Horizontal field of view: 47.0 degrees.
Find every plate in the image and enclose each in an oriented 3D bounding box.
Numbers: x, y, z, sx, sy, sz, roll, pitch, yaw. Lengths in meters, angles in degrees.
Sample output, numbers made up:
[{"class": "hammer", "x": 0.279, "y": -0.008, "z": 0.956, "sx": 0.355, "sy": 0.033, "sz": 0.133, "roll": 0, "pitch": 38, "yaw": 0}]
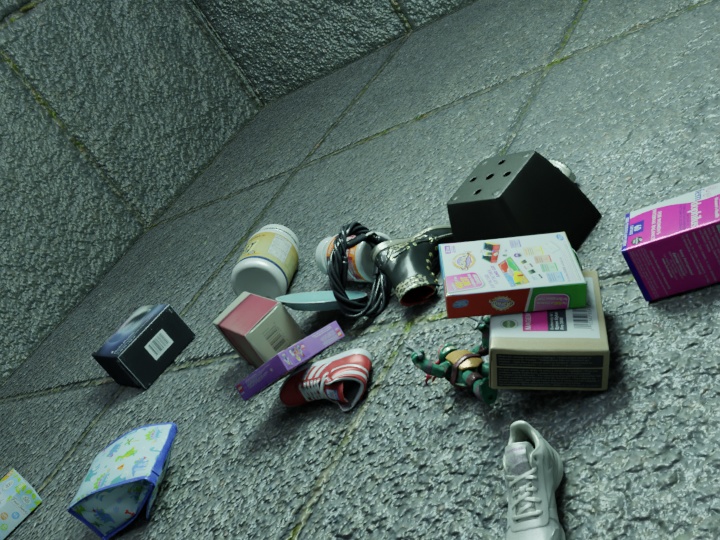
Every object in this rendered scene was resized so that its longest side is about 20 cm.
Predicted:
[{"class": "plate", "x": -0.083, "y": 0.066, "z": 1.775, "sx": 0.197, "sy": 0.026, "sz": 0.200, "roll": -3, "pitch": 6, "yaw": 0}]

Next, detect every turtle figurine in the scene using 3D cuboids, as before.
[{"class": "turtle figurine", "x": 0.165, "y": 0.138, "z": 1.289, "sx": 0.149, "sy": 0.101, "sz": 0.199, "roll": -34, "pitch": 32, "yaw": -18}]

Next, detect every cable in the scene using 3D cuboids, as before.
[{"class": "cable", "x": 0.000, "y": 0.000, "z": 1.694, "sx": 0.050, "sy": 0.163, "sz": 0.202, "roll": -10, "pitch": 52, "yaw": 45}]

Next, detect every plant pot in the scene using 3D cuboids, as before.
[{"class": "plant pot", "x": 0.275, "y": -0.101, "z": 1.490, "sx": 0.200, "sy": 0.178, "sz": 0.199, "roll": -48, "pitch": 26, "yaw": -27}]

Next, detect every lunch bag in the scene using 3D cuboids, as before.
[{"class": "lunch bag", "x": -0.450, "y": 0.404, "z": 1.636, "sx": 0.199, "sy": 0.127, "sz": 0.171, "roll": -38, "pitch": 20, "yaw": 22}]

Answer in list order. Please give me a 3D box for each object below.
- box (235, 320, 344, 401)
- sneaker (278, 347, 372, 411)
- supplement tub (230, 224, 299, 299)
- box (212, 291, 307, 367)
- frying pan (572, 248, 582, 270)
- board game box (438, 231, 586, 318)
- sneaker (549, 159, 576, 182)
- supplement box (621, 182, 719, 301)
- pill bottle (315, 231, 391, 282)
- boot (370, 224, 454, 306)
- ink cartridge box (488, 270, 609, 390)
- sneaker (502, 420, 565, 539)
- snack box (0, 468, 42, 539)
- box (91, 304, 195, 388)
[{"class": "box", "x": -0.133, "y": 0.173, "z": 1.597, "sx": 0.136, "sy": 0.039, "sz": 0.199, "roll": -37, "pitch": -6, "yaw": 34}, {"class": "sneaker", "x": -0.071, "y": 0.218, "z": 1.515, "sx": 0.199, "sy": 0.072, "sz": 0.113, "roll": -27, "pitch": 21, "yaw": 17}, {"class": "supplement tub", "x": -0.235, "y": -0.014, "z": 2.098, "sx": 0.143, "sy": 0.145, "sz": 0.201, "roll": -25, "pitch": 25, "yaw": 25}, {"class": "box", "x": -0.217, "y": 0.137, "z": 1.805, "sx": 0.109, "sy": 0.128, "sz": 0.199, "roll": -44, "pitch": 24, "yaw": -19}, {"class": "frying pan", "x": 0.299, "y": 0.043, "z": 1.361, "sx": 0.191, "sy": 0.031, "sz": 0.115, "roll": -55, "pitch": 34, "yaw": 27}, {"class": "board game box", "x": 0.220, "y": 0.005, "z": 1.229, "sx": 0.197, "sy": 0.041, "sz": 0.154, "roll": -5, "pitch": 31, "yaw": 5}, {"class": "sneaker", "x": 0.343, "y": -0.181, "z": 1.681, "sx": 0.085, "sy": 0.077, "sz": 0.199, "roll": -49, "pitch": 25, "yaw": -15}, {"class": "supplement box", "x": 0.487, "y": -0.047, "z": 1.182, "sx": 0.198, "sy": 0.104, "sz": 0.102, "roll": -19, "pitch": 27, "yaw": 32}, {"class": "pill bottle", "x": -0.014, "y": -0.031, "z": 1.857, "sx": 0.110, "sy": 0.110, "sz": 0.199, "roll": -47, "pitch": 25, "yaw": -24}, {"class": "boot", "x": 0.137, "y": -0.009, "z": 1.657, "sx": 0.201, "sy": 0.074, "sz": 0.154, "roll": -15, "pitch": 44, "yaw": -12}, {"class": "ink cartridge box", "x": 0.270, "y": 0.082, "z": 1.203, "sx": 0.163, "sy": 0.076, "sz": 0.201, "roll": 0, "pitch": 33, "yaw": 10}, {"class": "sneaker", "x": 0.196, "y": 0.270, "z": 0.998, "sx": 0.074, "sy": 0.100, "sz": 0.201, "roll": -22, "pitch": 28, "yaw": 25}, {"class": "snack box", "x": -0.871, "y": 0.584, "z": 1.973, "sx": 0.200, "sy": 0.068, "sz": 0.168, "roll": -45, "pitch": 24, "yaw": -24}, {"class": "box", "x": -0.585, "y": 0.200, "z": 2.222, "sx": 0.197, "sy": 0.124, "sz": 0.200, "roll": -6, "pitch": 37, "yaw": 52}]
